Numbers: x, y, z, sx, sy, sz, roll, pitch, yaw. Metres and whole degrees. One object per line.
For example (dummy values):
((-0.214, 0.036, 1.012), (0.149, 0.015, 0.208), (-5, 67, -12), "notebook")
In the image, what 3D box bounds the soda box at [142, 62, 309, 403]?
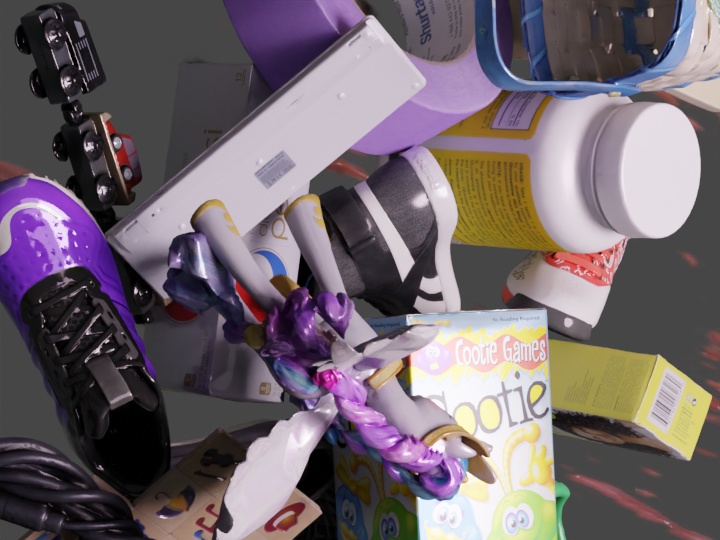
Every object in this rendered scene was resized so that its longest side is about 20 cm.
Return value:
((-0.079, -0.023, 1.303), (0.064, 0.068, 0.200), (9, 88, -47), "soda box")

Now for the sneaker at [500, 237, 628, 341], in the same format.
((0.152, -0.022, 1.474), (0.108, 0.067, 0.201), (-65, 175, 13), "sneaker")

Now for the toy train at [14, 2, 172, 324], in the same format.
((-0.151, -0.062, 1.252), (0.046, 0.034, 0.200), (-42, 123, -48), "toy train")

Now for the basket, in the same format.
((0.140, -0.188, 1.280), (0.200, 0.139, 0.177), (1, 80, -36), "basket")

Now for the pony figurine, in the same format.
((-0.022, 0.051, 1.182), (0.167, 0.200, 0.193), (-48, 160, 24), "pony figurine")

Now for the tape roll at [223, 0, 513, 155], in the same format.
((0.004, -0.174, 1.320), (0.200, 0.066, 0.200), (28, 48, -36), "tape roll")

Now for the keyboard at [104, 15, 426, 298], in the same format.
((-0.054, -0.064, 1.239), (0.200, 0.011, 0.056), (-39, 123, 5), "keyboard")

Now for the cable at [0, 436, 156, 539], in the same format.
((-0.200, 0.167, 1.162), (0.163, 0.051, 0.200), (-40, 115, 6), "cable")

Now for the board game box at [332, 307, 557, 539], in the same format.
((0.050, 0.126, 1.324), (0.103, 0.105, 0.200), (-2, 87, -29), "board game box")

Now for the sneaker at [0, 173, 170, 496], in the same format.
((-0.150, 0.042, 1.200), (0.070, 0.100, 0.200), (-26, 117, -9), "sneaker")

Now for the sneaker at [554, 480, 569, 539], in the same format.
((0.110, 0.236, 1.517), (0.074, 0.084, 0.200), (-4, 98, -46), "sneaker")

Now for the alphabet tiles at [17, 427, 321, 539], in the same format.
((-0.125, 0.178, 1.239), (0.200, 0.008, 0.167), (-41, 130, 7), "alphabet tiles")

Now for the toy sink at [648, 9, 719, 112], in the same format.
((0.271, -0.214, 1.443), (0.130, 0.112, 0.200), (15, 81, -50), "toy sink")

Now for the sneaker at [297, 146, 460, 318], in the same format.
((0.000, 0.000, 1.379), (0.112, 0.073, 0.200), (-24, 151, -11), "sneaker")

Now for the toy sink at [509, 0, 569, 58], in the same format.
((0.138, -0.214, 1.470), (0.200, 0.112, 0.131), (-20, 108, -48), "toy sink")

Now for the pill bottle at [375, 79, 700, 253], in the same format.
((0.116, -0.069, 1.407), (0.112, 0.200, 0.113), (-7, 99, -46), "pill bottle")

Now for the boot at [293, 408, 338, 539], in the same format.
((0.011, 0.152, 1.434), (0.131, 0.068, 0.200), (16, 83, -57), "boot")

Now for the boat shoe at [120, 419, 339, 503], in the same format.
((-0.094, 0.139, 1.308), (0.200, 0.063, 0.073), (-21, 108, -43), "boat shoe")

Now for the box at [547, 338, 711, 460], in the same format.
((0.129, 0.078, 1.436), (0.075, 0.200, 0.050), (34, 73, -42), "box")
